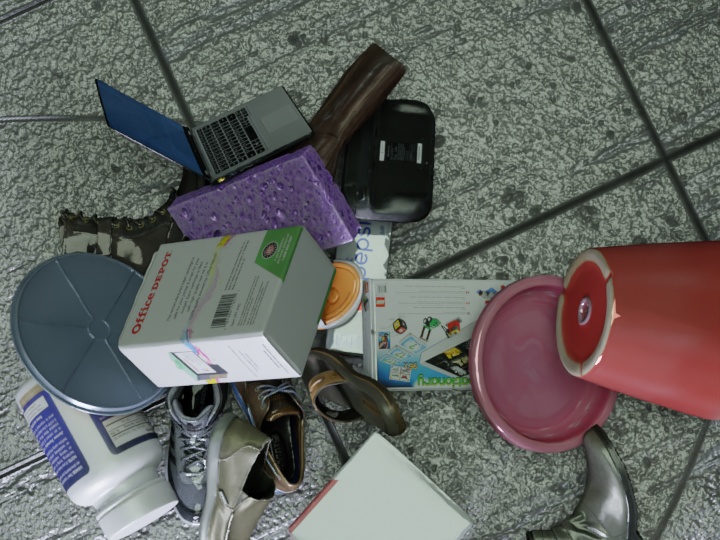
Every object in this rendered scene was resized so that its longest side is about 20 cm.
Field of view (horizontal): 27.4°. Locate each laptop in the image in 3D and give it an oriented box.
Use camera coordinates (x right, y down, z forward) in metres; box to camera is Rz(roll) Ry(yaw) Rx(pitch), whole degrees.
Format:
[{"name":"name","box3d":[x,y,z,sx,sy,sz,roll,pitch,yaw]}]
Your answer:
[{"name":"laptop","box3d":[-0.179,-0.185,1.672,0.199,0.187,0.116,-26,117,-3]}]

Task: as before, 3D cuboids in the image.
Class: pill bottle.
[{"name":"pill bottle","box3d":[-0.293,0.197,1.671,0.119,0.120,0.201,-30,80,-3]}]

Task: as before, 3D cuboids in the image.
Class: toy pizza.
[{"name":"toy pizza","box3d":[-0.296,0.072,1.645,0.199,0.032,0.201,17,53,-25]}]

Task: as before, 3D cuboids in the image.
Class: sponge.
[{"name":"sponge","box3d":[-0.107,-0.058,1.638,0.199,0.030,0.112,-18,113,33]}]

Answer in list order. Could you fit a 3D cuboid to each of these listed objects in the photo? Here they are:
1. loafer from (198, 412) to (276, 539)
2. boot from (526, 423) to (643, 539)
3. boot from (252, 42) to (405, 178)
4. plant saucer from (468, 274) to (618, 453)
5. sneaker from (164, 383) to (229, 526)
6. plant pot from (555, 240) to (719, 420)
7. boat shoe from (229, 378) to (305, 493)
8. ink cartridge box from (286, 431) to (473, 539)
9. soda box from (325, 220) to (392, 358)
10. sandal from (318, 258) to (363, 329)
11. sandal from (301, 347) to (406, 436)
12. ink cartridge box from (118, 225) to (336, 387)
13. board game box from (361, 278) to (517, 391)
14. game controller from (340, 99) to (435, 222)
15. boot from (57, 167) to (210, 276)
[{"name":"loafer","box3d":[-0.135,0.257,1.653,0.069,0.075,0.201,13,119,17]},{"name":"boot","box3d":[0.246,0.284,1.666,0.130,0.068,0.201,-17,103,-2]},{"name":"boot","box3d":[-0.045,-0.171,1.715,0.064,0.186,0.201,40,72,-31]},{"name":"plant saucer","box3d":[0.205,0.107,1.687,0.199,0.051,0.202,3,84,-25]},{"name":"sneaker","box3d":[-0.190,0.190,1.678,0.075,0.114,0.201,2,83,1]},{"name":"plant pot","box3d":[0.323,0.056,1.630,0.176,0.200,0.202,7,83,-16]},{"name":"boat shoe","box3d":[-0.097,0.155,1.693,0.072,0.072,0.201,-16,90,-23]},{"name":"ink cartridge box","box3d":[0.023,0.279,1.624,0.145,0.200,0.145,41,85,8]},{"name":"soda box","box3d":[0.000,0.000,1.723,0.063,0.068,0.201,6,84,0]},{"name":"sandal","box3d":[-0.095,0.027,1.686,0.206,0.059,0.080,-3,79,28]},{"name":"sandal","box3d":[-0.021,0.144,1.647,0.054,0.200,0.082,-36,124,-18]},{"name":"ink cartridge box","box3d":[-0.144,0.041,1.598,0.199,0.084,0.145,-7,49,32]},{"name":"board game box","box3d":[0.098,0.074,1.692,0.199,0.035,0.127,1,85,-22]},{"name":"game controller","box3d":[0.034,-0.130,1.707,0.104,0.042,0.201,10,47,-5]},{"name":"boot","box3d":[-0.268,-0.052,1.732,0.173,0.069,0.201,7,85,1]}]
